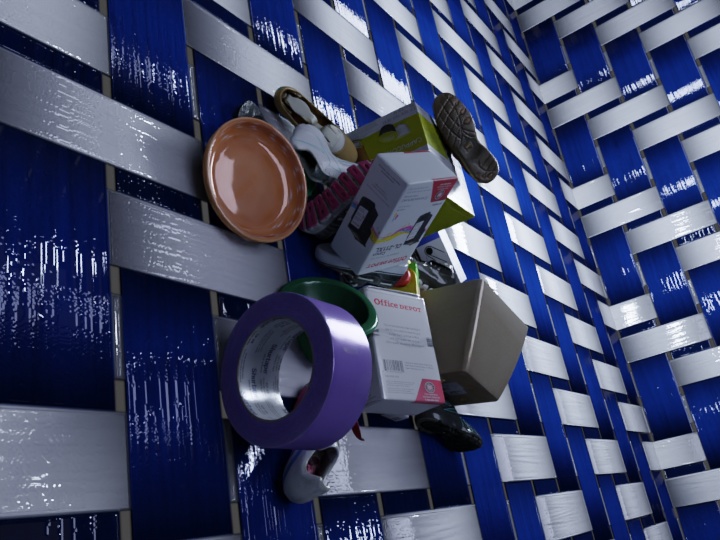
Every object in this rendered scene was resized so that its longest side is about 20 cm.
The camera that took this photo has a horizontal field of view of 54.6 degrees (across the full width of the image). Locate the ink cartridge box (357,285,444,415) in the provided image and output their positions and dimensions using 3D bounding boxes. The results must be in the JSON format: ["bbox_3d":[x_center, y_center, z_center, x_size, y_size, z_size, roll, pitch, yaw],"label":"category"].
[{"bbox_3d":[0.052,0.140,1.205,0.145,0.085,0.202,12,59,-37],"label":"ink cartridge box"}]

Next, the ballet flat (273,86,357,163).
[{"bbox_3d":[-0.084,-0.268,1.310,0.199,0.069,0.063,39,-4,-10],"label":"ballet flat"}]

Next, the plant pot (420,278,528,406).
[{"bbox_3d":[0.198,0.161,1.397,0.200,0.198,0.179,41,49,-37],"label":"plant pot"}]

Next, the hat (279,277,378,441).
[{"bbox_3d":[-0.067,0.135,1.131,0.164,0.178,0.201,8,27,-14],"label":"hat"}]

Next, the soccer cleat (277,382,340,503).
[{"bbox_3d":[-0.058,0.242,1.012,0.070,0.086,0.201,46,35,-31],"label":"soccer cleat"}]

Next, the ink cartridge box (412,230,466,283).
[{"bbox_3d":[0.149,-0.052,1.546,0.044,0.093,0.202,-26,92,-60],"label":"ink cartridge box"}]

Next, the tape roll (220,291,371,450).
[{"bbox_3d":[-0.088,0.134,0.925,0.085,0.199,0.202,20,53,-50],"label":"tape roll"}]

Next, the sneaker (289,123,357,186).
[{"bbox_3d":[-0.055,-0.179,1.283,0.200,0.070,0.081,37,38,-13],"label":"sneaker"}]

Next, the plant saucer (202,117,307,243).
[{"bbox_3d":[-0.170,-0.140,1.107,0.199,0.037,0.203,13,72,-44],"label":"plant saucer"}]

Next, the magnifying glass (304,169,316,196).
[{"bbox_3d":[-0.095,-0.183,1.318,0.200,0.022,0.080,-32,97,-58],"label":"magnifying glass"}]

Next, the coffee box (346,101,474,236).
[{"bbox_3d":[0.087,-0.182,1.410,0.200,0.198,0.200,19,54,-61],"label":"coffee box"}]

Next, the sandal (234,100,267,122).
[{"bbox_3d":[-0.173,-0.206,1.175,0.075,0.048,0.202,31,46,-45],"label":"sandal"}]

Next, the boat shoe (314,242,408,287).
[{"bbox_3d":[0.000,0.000,1.286,0.198,0.071,0.072,10,24,-31],"label":"boat shoe"}]

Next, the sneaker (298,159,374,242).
[{"bbox_3d":[-0.016,-0.120,1.250,0.074,0.199,0.087,57,6,35],"label":"sneaker"}]

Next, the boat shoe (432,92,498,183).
[{"bbox_3d":[0.202,-0.262,1.406,0.201,0.072,0.068,57,-8,-8],"label":"boat shoe"}]

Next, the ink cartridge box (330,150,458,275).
[{"bbox_3d":[0.057,-0.099,1.200,0.145,0.201,0.083,-14,53,-46],"label":"ink cartridge box"}]

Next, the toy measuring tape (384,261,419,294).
[{"bbox_3d":[0.082,0.060,1.363,0.073,0.073,0.202,38,39,-40],"label":"toy measuring tape"}]

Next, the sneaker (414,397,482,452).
[{"bbox_3d":[0.179,0.295,1.372,0.200,0.075,0.080,41,36,-38],"label":"sneaker"}]

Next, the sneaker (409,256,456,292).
[{"bbox_3d":[0.148,0.008,1.479,0.200,0.066,0.091,42,80,-14],"label":"sneaker"}]

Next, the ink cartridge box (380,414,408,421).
[{"bbox_3d":[0.044,0.167,1.281,0.094,0.037,0.202,32,47,-44],"label":"ink cartridge box"}]
